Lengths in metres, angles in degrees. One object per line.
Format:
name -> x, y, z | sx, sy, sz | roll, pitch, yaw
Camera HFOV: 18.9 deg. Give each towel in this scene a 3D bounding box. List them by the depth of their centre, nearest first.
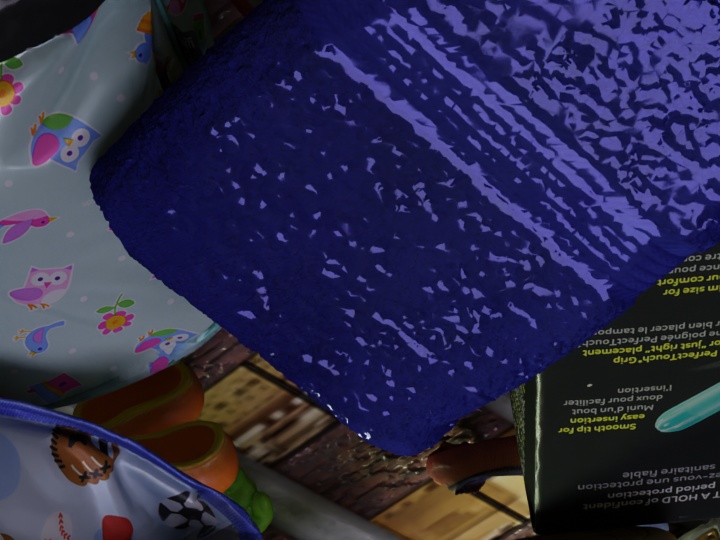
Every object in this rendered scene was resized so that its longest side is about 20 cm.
towel -> 0.033, -0.042, 0.632 | 0.148, 0.050, 0.200 | 40, 121, -19

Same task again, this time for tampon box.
tampon box -> 0.127, -0.016, 0.782 | 0.149, 0.127, 0.200 | -5, 139, -1

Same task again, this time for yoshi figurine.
yoshi figurine -> -0.047, 0.138, 0.922 | 0.112, 0.112, 0.201 | 6, 125, 33

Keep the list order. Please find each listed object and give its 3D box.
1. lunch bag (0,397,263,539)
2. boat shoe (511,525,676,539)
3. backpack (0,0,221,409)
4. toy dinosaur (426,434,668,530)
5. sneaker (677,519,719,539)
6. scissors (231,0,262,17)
lunch bag -> -0.152, 0.108, 0.754 | 0.199, 0.124, 0.170 | 5, 167, -28
boat shoe -> 0.064, 0.143, 0.860 | 0.071, 0.070, 0.200 | -1, 168, -26
backpack -> -0.117, -0.050, 0.714 | 0.166, 0.127, 0.200 | -15, 141, 5
toy dinosaur -> 0.126, 0.066, 0.942 | 0.181, 0.105, 0.201 | 12, 102, -7
sneaker -> 0.141, 0.167, 1.031 | 0.199, 0.076, 0.088 | -14, 158, 22
scissors -> 0.001, -0.056, 0.727 | 0.073, 0.014, 0.201 | -16, 103, -4
